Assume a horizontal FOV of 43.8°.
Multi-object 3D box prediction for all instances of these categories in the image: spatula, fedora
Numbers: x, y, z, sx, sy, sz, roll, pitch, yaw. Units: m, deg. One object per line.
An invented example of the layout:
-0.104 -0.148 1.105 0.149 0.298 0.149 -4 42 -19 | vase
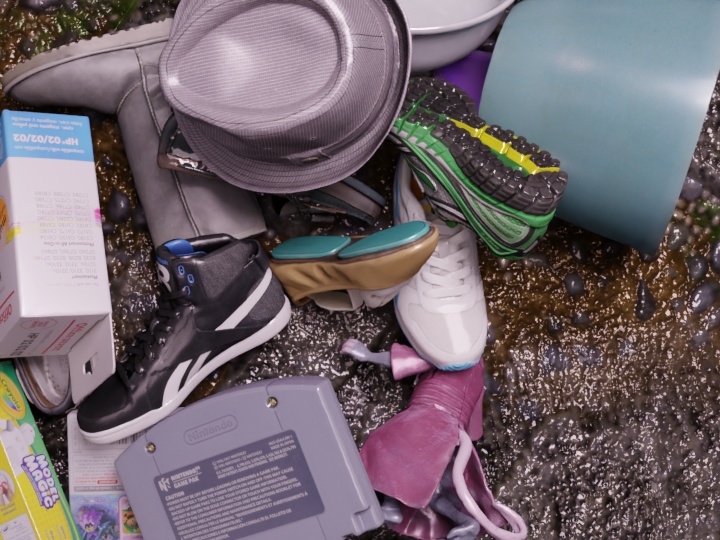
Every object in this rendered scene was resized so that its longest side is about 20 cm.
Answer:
0.026 -0.173 0.783 0.198 0.021 0.057 7 88 3 | spatula
-0.067 -0.140 0.616 0.198 0.090 0.179 -1 99 18 | fedora

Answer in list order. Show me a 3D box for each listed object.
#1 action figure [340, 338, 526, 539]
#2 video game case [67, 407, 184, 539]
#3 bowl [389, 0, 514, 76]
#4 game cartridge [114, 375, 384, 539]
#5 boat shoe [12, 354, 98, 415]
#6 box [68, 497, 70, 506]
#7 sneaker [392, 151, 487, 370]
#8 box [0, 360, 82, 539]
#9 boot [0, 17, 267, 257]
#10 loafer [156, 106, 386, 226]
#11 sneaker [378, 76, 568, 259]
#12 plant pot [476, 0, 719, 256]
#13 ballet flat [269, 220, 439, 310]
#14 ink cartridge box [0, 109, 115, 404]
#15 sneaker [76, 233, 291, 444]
0.061 0.114 0.729 0.134 0.148 0.201 37 54 -24 | action figure
-0.144 0.207 0.755 0.198 0.024 0.184 -1 92 -2 | video game case
0.031 -0.224 0.730 0.199 0.091 0.203 1 54 -2 | bowl
-0.091 0.159 0.692 0.199 0.041 0.134 -22 85 22 | game cartridge
-0.276 0.025 0.766 0.073 0.060 0.202 -11 92 2 | boat shoe
-0.156 0.222 0.787 0.198 0.040 0.138 21 91 -2 | box
0.061 -0.019 0.732 0.076 0.081 0.202 -8 71 -4 | sneaker
-0.319 0.167 0.750 0.117 0.048 0.201 -27 85 22 | box
-0.192 -0.097 0.765 0.180 0.073 0.202 -16 99 -1 | boot
-0.074 -0.075 0.746 0.199 0.072 0.063 25 87 -21 | loafer
0.059 -0.080 0.671 0.078 0.086 0.200 -20 50 -33 | sneaker
0.183 -0.131 0.708 0.160 0.200 0.202 18 92 14 | plant pot
0.000 0.000 0.723 0.068 0.199 0.064 -31 106 -33 | ballet flat
-0.245 -0.005 0.687 0.067 0.115 0.202 -1 71 -34 | ink cartridge box
-0.159 0.040 0.720 0.199 0.073 0.113 -36 125 -19 | sneaker
